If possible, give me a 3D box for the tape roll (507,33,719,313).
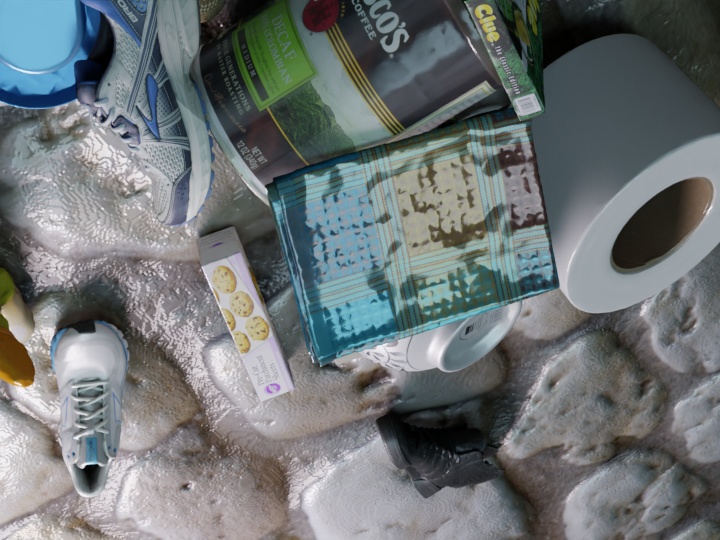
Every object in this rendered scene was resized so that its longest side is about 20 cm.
[{"bbox_3d":[0.224,-0.083,0.929,0.201,0.140,0.204,-22,144,-17],"label":"tape roll"}]

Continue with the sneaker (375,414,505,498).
[{"bbox_3d":[0.095,0.203,1.225,0.103,0.060,0.200,-26,139,6],"label":"sneaker"}]

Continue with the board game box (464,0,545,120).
[{"bbox_3d":[0.103,-0.211,0.754,0.023,0.202,0.105,-13,136,21],"label":"board game box"}]

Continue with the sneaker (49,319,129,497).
[{"bbox_3d":[-0.254,0.136,1.013,0.074,0.087,0.202,-4,130,-15],"label":"sneaker"}]

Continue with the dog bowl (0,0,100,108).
[{"bbox_3d":[-0.225,-0.212,0.715,0.110,0.050,0.202,-7,123,-13],"label":"dog bowl"}]

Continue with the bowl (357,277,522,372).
[{"bbox_3d":[0.070,0.020,0.871,0.199,0.094,0.202,-31,151,-19],"label":"bowl"}]

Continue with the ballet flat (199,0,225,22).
[{"bbox_3d":[-0.127,-0.249,0.718,0.071,0.065,0.201,-55,141,-23],"label":"ballet flat"}]

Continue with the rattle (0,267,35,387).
[{"bbox_3d":[-0.372,0.089,0.894,0.198,0.144,0.131,-23,153,-8],"label":"rattle"}]

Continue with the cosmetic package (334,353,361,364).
[{"bbox_3d":[0.000,0.000,0.959,0.104,0.072,0.201,-18,150,-3],"label":"cosmetic package"}]

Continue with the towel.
[{"bbox_3d":[0.041,-0.024,0.774,0.197,0.022,0.149,-16,110,-4],"label":"towel"}]

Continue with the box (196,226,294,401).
[{"bbox_3d":[-0.107,0.045,1.018,0.041,0.039,0.201,-18,134,-3],"label":"box"}]

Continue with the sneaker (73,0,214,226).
[{"bbox_3d":[-0.156,-0.120,0.734,0.084,0.077,0.202,-17,123,-24],"label":"sneaker"}]

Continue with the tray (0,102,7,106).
[{"bbox_3d":[-0.224,-0.173,0.790,0.197,0.022,0.108,-12,132,-10],"label":"tray"}]

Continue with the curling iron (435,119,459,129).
[{"bbox_3d":[0.083,-0.168,0.848,0.049,0.026,0.203,15,91,11],"label":"curling iron"}]

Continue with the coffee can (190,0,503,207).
[{"bbox_3d":[-0.005,-0.153,0.787,0.198,0.148,0.146,-29,135,17],"label":"coffee can"}]

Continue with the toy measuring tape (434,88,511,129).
[{"bbox_3d":[0.061,-0.147,0.890,0.198,0.074,0.074,-23,135,-1],"label":"toy measuring tape"}]
